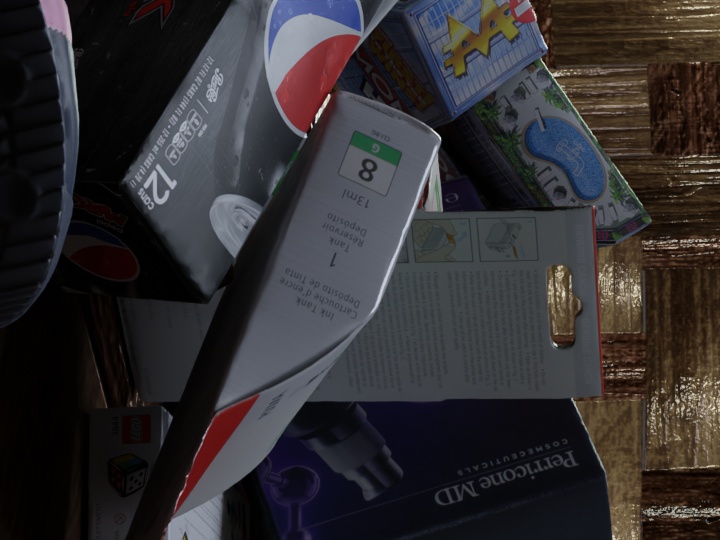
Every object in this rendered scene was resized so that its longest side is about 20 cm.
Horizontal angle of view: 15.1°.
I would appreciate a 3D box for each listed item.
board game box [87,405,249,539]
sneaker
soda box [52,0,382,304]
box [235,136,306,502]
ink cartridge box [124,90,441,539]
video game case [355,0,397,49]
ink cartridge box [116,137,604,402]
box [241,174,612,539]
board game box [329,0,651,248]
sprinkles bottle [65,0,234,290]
[{"bbox_3d":[-0.078,0.140,1.142,0.200,0.035,0.126,66,22,-72],"label":"board game box"},{"bbox_3d":[-0.110,-0.085,0.782,0.082,0.070,0.200,-59,149,-72],"label":"sneaker"},{"bbox_3d":[-0.048,-0.084,0.948,0.063,0.071,0.200,56,50,-39],"label":"soda box"},{"bbox_3d":[-0.049,0.003,1.397,0.137,0.039,0.200,-80,166,-56],"label":"box"},{"bbox_3d":[-0.040,0.054,0.977,0.161,0.050,0.200,126,-15,-64],"label":"ink cartridge box"},{"bbox_3d":[-0.010,-0.113,1.107,0.143,0.018,0.200,-49,-169,-1],"label":"video game case"},{"bbox_3d":[0.000,0.000,1.128,0.050,0.200,0.109,-82,169,-49],"label":"ink cartridge box"},{"bbox_3d":[0.017,0.074,1.247,0.104,0.148,0.200,81,-11,-48],"label":"box"},{"bbox_3d":[0.048,-0.085,1.320,0.200,0.062,0.200,55,-12,-4],"label":"board game box"},{"bbox_3d":[-0.083,-0.092,1.015,0.068,0.068,0.200,-9,97,-83],"label":"sprinkles bottle"}]
